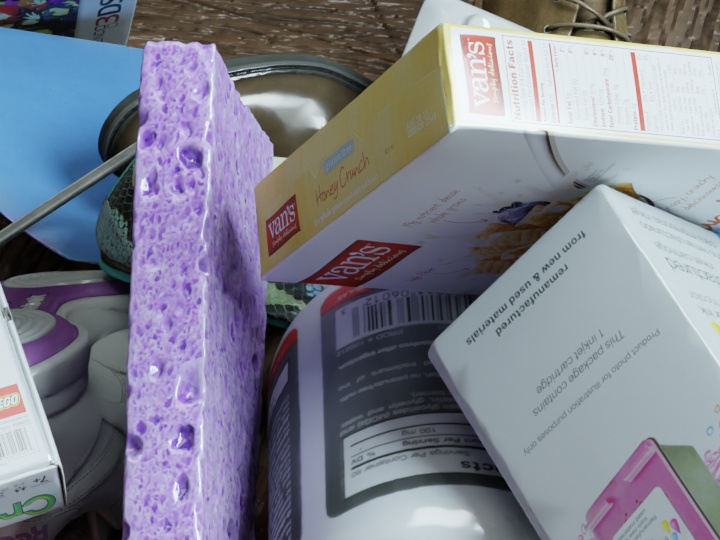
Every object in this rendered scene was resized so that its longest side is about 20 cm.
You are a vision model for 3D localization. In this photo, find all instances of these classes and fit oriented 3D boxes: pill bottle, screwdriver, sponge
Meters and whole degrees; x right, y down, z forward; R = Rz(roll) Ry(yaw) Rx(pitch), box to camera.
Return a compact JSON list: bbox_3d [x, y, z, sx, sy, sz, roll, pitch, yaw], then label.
[{"bbox_3d":[0.026,0.094,0.856,0.116,0.116,0.200,-3,35,0],"label":"pill bottle"},{"bbox_3d":[-0.155,-0.007,1.008,0.200,0.028,0.029,-36,54,12],"label":"screwdriver"},{"bbox_3d":[-0.054,0.033,0.870,0.030,0.112,0.200,-1,74,7],"label":"sponge"}]

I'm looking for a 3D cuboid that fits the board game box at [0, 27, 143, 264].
[{"bbox_3d":[-0.088,-0.035,1.096,0.200,0.039,0.158,6,38,-26],"label":"board game box"}]

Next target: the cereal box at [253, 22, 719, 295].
[{"bbox_3d":[0.083,-0.028,0.835,0.200,0.144,0.040,3,70,-25],"label":"cereal box"}]

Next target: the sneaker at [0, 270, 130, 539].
[{"bbox_3d":[-0.114,0.055,0.968,0.075,0.100,0.200,-2,11,14],"label":"sneaker"}]

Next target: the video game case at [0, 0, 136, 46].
[{"bbox_3d":[-0.199,-0.111,1.144,0.200,0.181,0.036,-10,79,-12],"label":"video game case"}]

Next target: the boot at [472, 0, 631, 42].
[{"bbox_3d":[0.083,-0.088,1.070,0.073,0.076,0.200,14,34,-15],"label":"boot"}]

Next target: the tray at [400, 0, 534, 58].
[{"bbox_3d":[0.106,-0.040,0.994,0.200,0.022,0.108,23,50,-2],"label":"tray"}]

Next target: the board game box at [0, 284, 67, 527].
[{"bbox_3d":[-0.209,0.048,0.837,0.200,0.035,0.126,-17,60,-10],"label":"board game box"}]

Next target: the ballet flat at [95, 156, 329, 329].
[{"bbox_3d":[0.000,0.000,0.979,0.200,0.074,0.074,19,33,-9],"label":"ballet flat"}]

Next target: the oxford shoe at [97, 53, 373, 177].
[{"bbox_3d":[-0.008,-0.035,1.046,0.200,0.073,0.085,7,39,-26],"label":"oxford shoe"}]

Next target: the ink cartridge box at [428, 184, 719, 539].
[{"bbox_3d":[0.131,0.085,0.786,0.144,0.085,0.200,18,35,-51],"label":"ink cartridge box"}]
